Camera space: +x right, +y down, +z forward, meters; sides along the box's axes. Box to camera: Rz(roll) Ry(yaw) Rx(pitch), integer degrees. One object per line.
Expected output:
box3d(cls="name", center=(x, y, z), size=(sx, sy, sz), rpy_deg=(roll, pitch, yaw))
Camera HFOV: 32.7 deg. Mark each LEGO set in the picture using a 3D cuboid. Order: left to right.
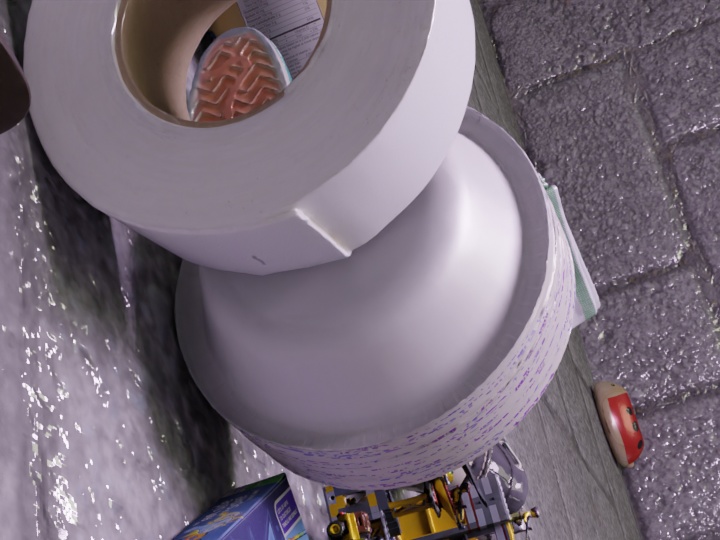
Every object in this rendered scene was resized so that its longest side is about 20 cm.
box3d(cls="LEGO set", center=(0.057, 0.178, 0.706), size=(0.200, 0.115, 0.154), rpy_deg=(71, 3, -55))

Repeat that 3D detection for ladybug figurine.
box3d(cls="ladybug figurine", center=(0.578, 0.338, 2.732), size=(0.136, 0.072, 0.201), rpy_deg=(17, 55, -74))

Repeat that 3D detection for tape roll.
box3d(cls="tape roll", center=(-0.051, -0.102, 0.563), size=(0.071, 0.202, 0.203), rpy_deg=(40, 33, -66))

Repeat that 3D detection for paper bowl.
box3d(cls="paper bowl", center=(0.000, 0.000, 0.616), size=(0.104, 0.200, 0.201), rpy_deg=(52, 22, -55))

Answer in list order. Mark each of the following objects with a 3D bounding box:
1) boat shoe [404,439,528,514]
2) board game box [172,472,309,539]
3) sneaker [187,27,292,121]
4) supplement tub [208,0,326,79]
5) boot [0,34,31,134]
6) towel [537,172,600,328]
box3d(cls="boat shoe", center=(0.073, 0.141, 0.890), size=(0.063, 0.073, 0.200), rpy_deg=(27, -3, -5))
box3d(cls="board game box", center=(-0.049, 0.177, 0.524), size=(0.200, 0.034, 0.136), rpy_deg=(-20, 90, -78))
box3d(cls="sneaker", center=(-0.056, -0.046, 0.760), size=(0.080, 0.071, 0.201), rpy_deg=(18, 61, -75))
box3d(cls="supplement tub", center=(-0.036, -0.184, 0.855), size=(0.145, 0.144, 0.201), rpy_deg=(-51, 121, -75))
box3d(cls="boot", center=(-0.186, -0.163, 0.426), size=(0.186, 0.064, 0.201), rpy_deg=(53, 17, -58))
box3d(cls="towel", center=(0.106, 0.030, 1.037), size=(0.031, 0.200, 0.150), rpy_deg=(28, -32, 60))
